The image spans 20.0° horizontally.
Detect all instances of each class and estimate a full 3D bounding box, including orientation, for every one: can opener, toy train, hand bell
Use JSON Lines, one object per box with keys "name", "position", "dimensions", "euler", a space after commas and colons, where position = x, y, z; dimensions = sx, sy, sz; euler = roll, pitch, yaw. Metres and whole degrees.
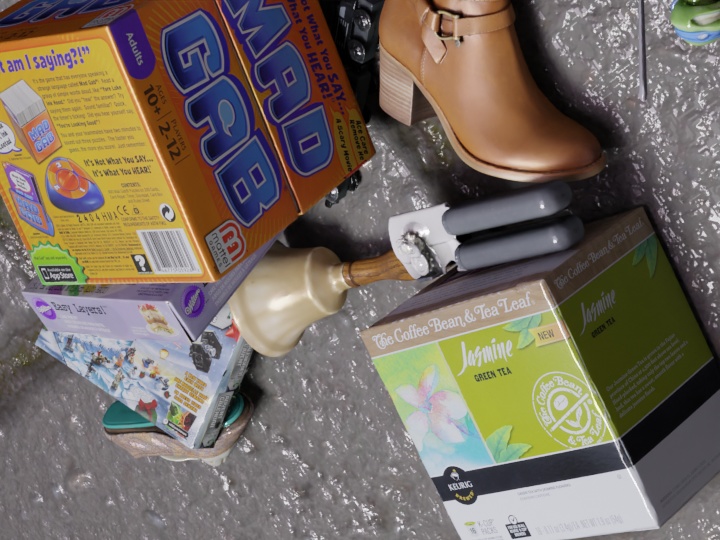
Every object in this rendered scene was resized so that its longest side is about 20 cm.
{"name": "can opener", "position": [0.090, -0.032, 1.475], "dimensions": [0.200, 0.066, 0.053], "euler": [-12, 104, 56]}
{"name": "toy train", "position": [-0.014, -0.133, 1.580], "dimensions": [0.046, 0.034, 0.201], "euler": [35, 134, 26]}
{"name": "hand bell", "position": [0.000, 0.000, 1.629], "dimensions": [0.199, 0.104, 0.105], "euler": [-14, 104, 34]}

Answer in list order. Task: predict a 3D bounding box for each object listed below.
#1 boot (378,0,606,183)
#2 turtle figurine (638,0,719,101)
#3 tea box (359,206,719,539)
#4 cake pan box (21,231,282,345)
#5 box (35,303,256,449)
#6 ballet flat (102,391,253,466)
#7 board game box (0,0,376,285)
{"name": "boot", "position": [0.096, -0.159, 1.438], "dimensions": [0.200, 0.076, 0.156], "euler": [32, 129, 35]}
{"name": "turtle figurine", "position": [0.221, -0.223, 1.217], "dimensions": [0.143, 0.200, 0.195], "euler": [-8, 108, 10]}
{"name": "tea box", "position": [0.141, 0.084, 1.488], "dimensions": [0.200, 0.133, 0.198], "euler": [-19, 100, 48]}
{"name": "cake pan box", "position": [-0.159, -0.024, 1.671], "dimensions": [0.199, 0.184, 0.052], "euler": [3, 134, 45]}
{"name": "box", "position": [-0.185, 0.051, 1.811], "dimensions": [0.199, 0.040, 0.138], "euler": [31, 103, 28]}
{"name": "ballet flat", "position": [-0.155, 0.148, 1.878], "dimensions": [0.199, 0.068, 0.067], "euler": [-1, 133, 47]}
{"name": "board game box", "position": [-0.149, -0.125, 1.521], "dimensions": [0.199, 0.200, 0.201], "euler": [-1, 119, 43]}
